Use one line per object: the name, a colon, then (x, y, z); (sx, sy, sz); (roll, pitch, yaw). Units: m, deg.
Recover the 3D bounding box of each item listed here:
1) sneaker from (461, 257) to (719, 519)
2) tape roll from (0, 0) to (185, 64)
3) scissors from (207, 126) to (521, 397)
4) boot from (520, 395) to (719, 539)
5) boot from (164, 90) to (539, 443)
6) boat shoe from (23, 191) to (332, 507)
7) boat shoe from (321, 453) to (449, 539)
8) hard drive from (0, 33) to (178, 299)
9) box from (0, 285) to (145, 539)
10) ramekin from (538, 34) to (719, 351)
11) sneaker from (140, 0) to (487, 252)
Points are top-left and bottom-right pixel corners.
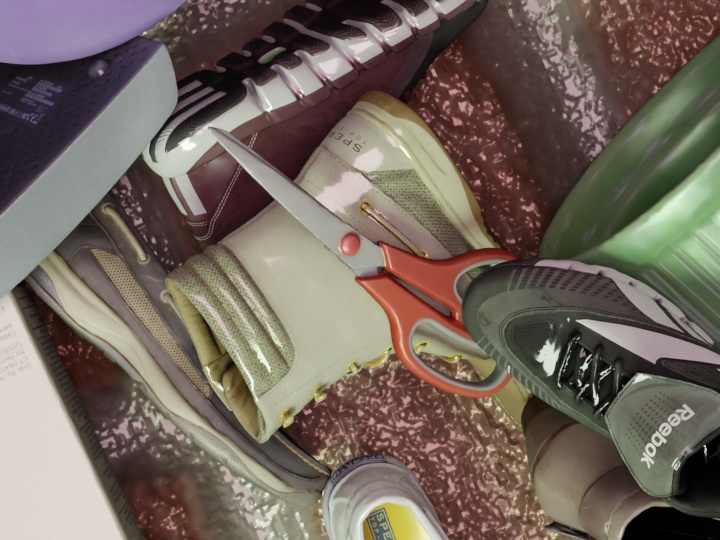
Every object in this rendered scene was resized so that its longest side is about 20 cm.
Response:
sneaker: (0.131, 0.057, 1.241); (0.199, 0.090, 0.067); (30, 109, 7)
tape roll: (-0.157, -0.206, 1.335); (0.199, 0.085, 0.201); (-4, 66, 8)
scissors: (0.000, 0.000, 1.297); (0.199, 0.014, 0.073); (23, 91, -31)
boot: (0.168, 0.109, 1.335); (0.199, 0.146, 0.071); (7, 108, -22)
boot: (0.007, 0.035, 1.354); (0.155, 0.072, 0.200); (-42, 116, -17)
boat shoe: (-0.083, 0.035, 1.383); (0.200, 0.074, 0.073); (43, 86, -5)
boat shoe: (0.044, 0.189, 1.366); (0.074, 0.086, 0.203); (-22, 106, -5)
hard drive: (-0.182, -0.039, 1.343); (0.200, 0.135, 0.042); (-47, 123, -16)
box: (-0.159, 0.113, 1.369); (0.077, 0.095, 0.201); (-25, 90, -2)
ramekin: (0.189, -0.040, 1.341); (0.098, 0.200, 0.200); (44, 88, -9)
sneaker: (-0.011, -0.070, 1.399); (0.199, 0.076, 0.116); (-29, 118, -16)
